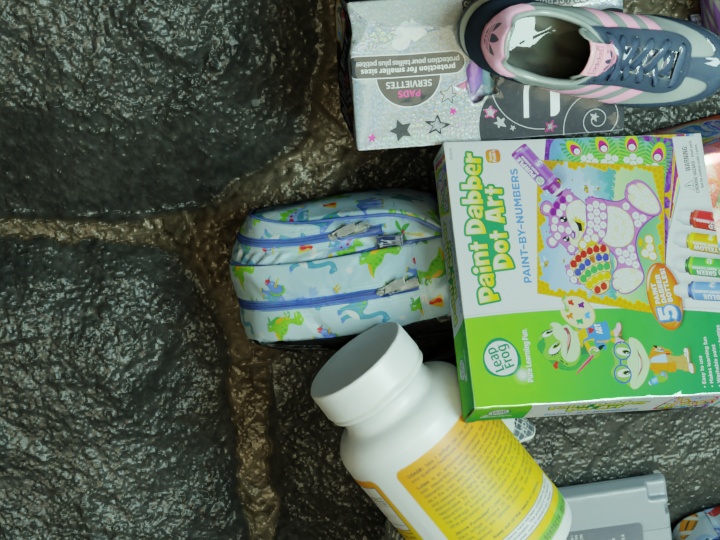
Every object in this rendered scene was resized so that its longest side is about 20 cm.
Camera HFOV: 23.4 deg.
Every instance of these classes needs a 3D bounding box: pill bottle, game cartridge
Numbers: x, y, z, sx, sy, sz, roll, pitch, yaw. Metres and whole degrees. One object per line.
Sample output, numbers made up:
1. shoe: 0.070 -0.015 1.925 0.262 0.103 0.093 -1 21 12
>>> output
1. pill bottle: 0.056 0.137 1.272 0.111 0.111 0.200 -37 107 7
2. game cartridge: 0.205 0.275 1.501 0.133 0.042 0.200 -6 109 5

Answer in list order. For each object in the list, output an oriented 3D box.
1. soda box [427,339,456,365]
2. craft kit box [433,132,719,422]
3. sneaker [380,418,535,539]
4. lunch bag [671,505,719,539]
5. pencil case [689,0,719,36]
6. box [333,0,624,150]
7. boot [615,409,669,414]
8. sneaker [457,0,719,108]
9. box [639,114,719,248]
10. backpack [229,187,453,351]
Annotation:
1. soda box: 0.097 0.092 1.418 0.200 0.063 0.071 -39 107 8
2. craft kit box: 0.161 0.002 1.247 0.197 0.049 0.200 -4 73 -7
3. sneaker: 0.071 0.196 1.383 0.080 0.076 0.200 16 108 -20
4. lunch bag: 0.373 0.270 1.498 0.200 0.076 0.161 -12 111 0
5. pencil case: 0.358 -0.211 1.329 0.200 0.084 0.086 -9 74 -1
6. box: 0.086 -0.160 1.297 0.200 0.132 0.115 -6 108 -4
7. boot: 0.191 0.005 1.358 0.069 0.174 0.200 -21 138 41
8. sneaker: 0.170 -0.145 1.199 0.200 0.082 0.070 4 105 -11
9. box: 0.279 -0.012 1.384 0.102 0.095 0.200 -14 109 -1
10. backpack: 0.000 0.000 1.342 0.200 0.163 0.154 -22 100 9
